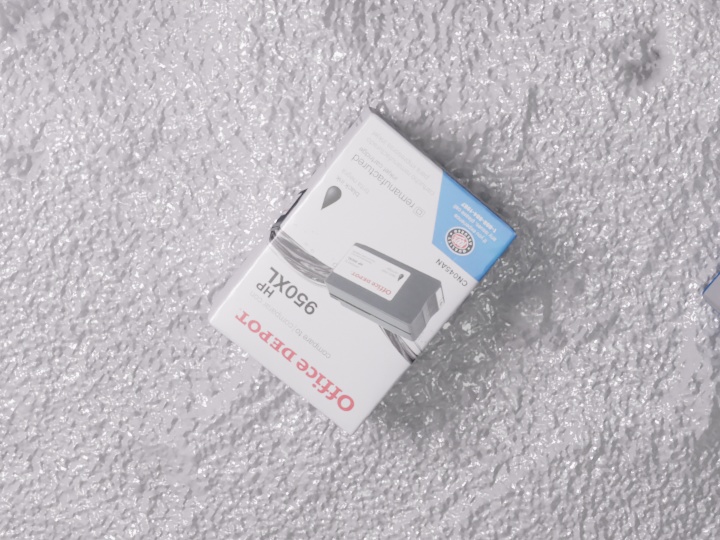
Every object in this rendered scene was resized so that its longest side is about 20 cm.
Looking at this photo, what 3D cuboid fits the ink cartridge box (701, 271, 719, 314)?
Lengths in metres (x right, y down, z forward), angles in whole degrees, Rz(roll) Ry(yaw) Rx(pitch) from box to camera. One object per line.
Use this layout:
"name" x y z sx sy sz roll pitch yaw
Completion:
"ink cartridge box" 0.390 0.039 1.134 0.200 0.145 0.148 39 97 -7

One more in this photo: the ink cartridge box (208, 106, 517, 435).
"ink cartridge box" 0.000 0.000 1.149 0.144 0.084 0.200 38 97 -6
